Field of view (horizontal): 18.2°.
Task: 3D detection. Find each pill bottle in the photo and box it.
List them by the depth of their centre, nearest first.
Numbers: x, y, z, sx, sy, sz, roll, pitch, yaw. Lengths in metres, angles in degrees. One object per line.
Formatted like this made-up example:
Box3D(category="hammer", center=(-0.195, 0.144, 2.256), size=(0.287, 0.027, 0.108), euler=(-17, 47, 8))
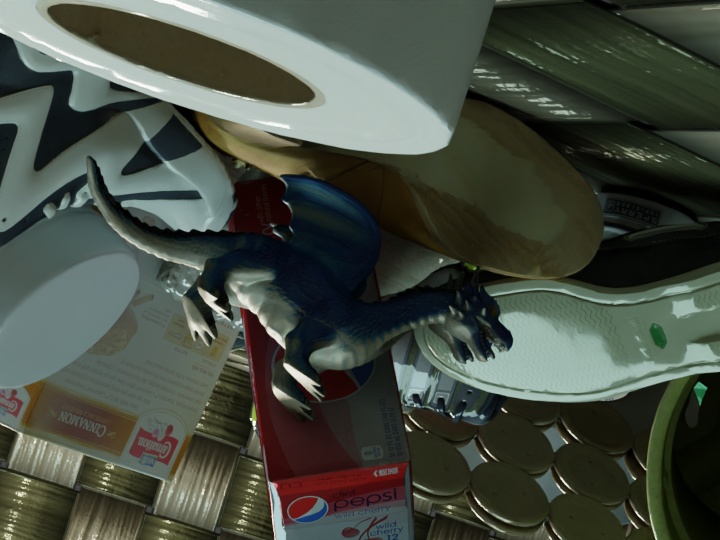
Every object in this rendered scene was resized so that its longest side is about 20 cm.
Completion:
Box3D(category="pill bottle", center=(-0.208, -0.045, 1.135), size=(0.200, 0.114, 0.114), euler=(48, -176, 20))

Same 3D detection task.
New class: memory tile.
Box3D(category="memory tile", center=(0.112, 0.115, 1.331), size=(0.199, 0.017, 0.154), euler=(23, -148, -6))

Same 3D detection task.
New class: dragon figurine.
Box3D(category="dragon figurine", center=(-0.027, -0.002, 1.024), size=(0.200, 0.100, 0.059), euler=(37, 155, 8))

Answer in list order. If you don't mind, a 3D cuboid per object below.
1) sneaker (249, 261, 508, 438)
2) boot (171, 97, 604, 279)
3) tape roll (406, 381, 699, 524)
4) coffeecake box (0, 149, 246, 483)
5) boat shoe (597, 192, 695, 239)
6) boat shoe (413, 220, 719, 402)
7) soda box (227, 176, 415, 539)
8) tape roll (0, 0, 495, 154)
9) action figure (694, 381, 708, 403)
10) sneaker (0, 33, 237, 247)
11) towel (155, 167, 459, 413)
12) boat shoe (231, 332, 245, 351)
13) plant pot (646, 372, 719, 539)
Box3D(category="sneaker", center=(0.033, 0.051, 1.184), size=(0.199, 0.081, 0.074), euler=(-27, 170, 16))
Box3D(category="boot", center=(0.009, -0.057, 1.082), size=(0.200, 0.071, 0.144), euler=(23, 178, -16))
Box3D(category="tape roll", center=(0.121, 0.085, 1.488), size=(0.199, 0.067, 0.201), euler=(18, -157, -8))
Box3D(category="coffeecake box", center=(-0.127, 0.001, 1.243), size=(0.073, 0.201, 0.153), euler=(22, 176, 30))
Box3D(category="boat shoe", center=(0.154, 0.012, 1.208), size=(0.073, 0.066, 0.200), euler=(14, 172, 25))
Box3D(category="boat shoe", center=(0.125, 0.016, 1.088), size=(0.199, 0.072, 0.068), euler=(-8, -150, 15))
Box3D(category="soda box", center=(-0.020, 0.041, 1.095), size=(0.069, 0.201, 0.064), euler=(-8, 136, -3))
Box3D(category="tape roll", center=(-0.053, -0.106, 0.784), size=(0.201, 0.071, 0.202), euler=(17, 174, 2))
Box3D(category="action figure", center=(0.284, 0.093, 1.567), size=(0.199, 0.055, 0.118), euler=(24, 176, 12))
Box3D(category="sneaker", center=(-0.147, -0.048, 1.041), size=(0.079, 0.130, 0.199), euler=(45, 175, 33))
Box3D(category="towel", center=(0.000, 0.000, 1.229), size=(0.199, 0.133, 0.035), euler=(27, -156, -36))
Box3D(category="boat shoe", center=(-0.040, 0.002, 1.392), size=(0.061, 0.075, 0.200), euler=(-6, -172, 27))
Box3D(category="plant pot", center=(0.246, 0.099, 1.254), size=(0.199, 0.202, 0.184), euler=(18, -176, -2))
